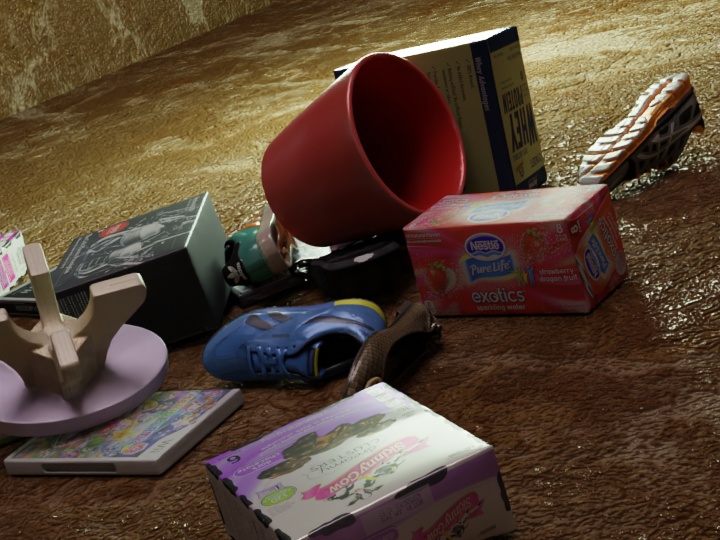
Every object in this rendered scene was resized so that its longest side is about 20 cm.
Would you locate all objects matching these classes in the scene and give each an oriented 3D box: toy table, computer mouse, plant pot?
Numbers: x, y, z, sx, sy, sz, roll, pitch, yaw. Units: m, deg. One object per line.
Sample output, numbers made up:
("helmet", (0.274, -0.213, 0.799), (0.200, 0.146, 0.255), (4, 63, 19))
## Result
("toy table", (-0.292, 0.071, 1.512), (0.199, 0.118, 0.184), (-24, 46, -22))
("computer mouse", (0.000, 0.000, 1.723), (0.137, 0.053, 0.200), (-18, 7, -8))
("plant pot", (-0.005, -0.122, 1.766), (0.177, 0.201, 0.200), (-26, 8, 39))

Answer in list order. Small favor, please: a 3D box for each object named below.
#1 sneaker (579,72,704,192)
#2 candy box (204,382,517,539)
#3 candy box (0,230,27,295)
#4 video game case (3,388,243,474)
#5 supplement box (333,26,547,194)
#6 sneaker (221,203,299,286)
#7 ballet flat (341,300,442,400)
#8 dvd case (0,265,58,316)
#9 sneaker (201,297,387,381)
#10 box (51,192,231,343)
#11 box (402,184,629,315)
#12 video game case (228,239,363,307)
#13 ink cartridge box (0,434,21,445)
("sneaker", (0.336, -0.145, 1.811), (0.200, 0.077, 0.078), (-43, 21, -18))
("candy box", (-0.005, 0.168, 1.161), (0.167, 0.072, 0.200), (-23, 18, -18))
("candy box", (-0.561, 0.014, 2.180), (0.135, 0.061, 0.200), (-13, 18, 10))
("video game case", (-0.230, 0.156, 1.502), (0.199, 0.018, 0.143), (-5, 21, 33))
("supplement box", (0.100, -0.174, 1.879), (0.198, 0.202, 0.134), (-8, 12, 24))
("sneaker", (-0.123, -0.029, 1.819), (0.079, 0.072, 0.200), (-25, 9, 7))
("ballet flat", (0.031, 0.083, 1.428), (0.046, 0.068, 0.200), (21, 26, 13))
("dvd case", (-0.372, 0.020, 2.045), (0.199, 0.025, 0.150), (1, 25, 44))
("sneaker", (-0.071, 0.078, 1.516), (0.198, 0.066, 0.079), (-11, 22, 17))
("box", (-0.252, 0.011, 1.791), (0.181, 0.105, 0.200), (-18, 20, 8))
("box", (0.153, -0.019, 1.541), (0.199, 0.100, 0.095), (-2, 23, 39))
("video game case", (-0.078, -0.013, 1.879), (0.199, 0.019, 0.143), (-22, 18, -18))
("ink cartridge box", (-0.444, 0.135, 1.657), (0.144, 0.085, 0.200), (-20, 18, -12))
